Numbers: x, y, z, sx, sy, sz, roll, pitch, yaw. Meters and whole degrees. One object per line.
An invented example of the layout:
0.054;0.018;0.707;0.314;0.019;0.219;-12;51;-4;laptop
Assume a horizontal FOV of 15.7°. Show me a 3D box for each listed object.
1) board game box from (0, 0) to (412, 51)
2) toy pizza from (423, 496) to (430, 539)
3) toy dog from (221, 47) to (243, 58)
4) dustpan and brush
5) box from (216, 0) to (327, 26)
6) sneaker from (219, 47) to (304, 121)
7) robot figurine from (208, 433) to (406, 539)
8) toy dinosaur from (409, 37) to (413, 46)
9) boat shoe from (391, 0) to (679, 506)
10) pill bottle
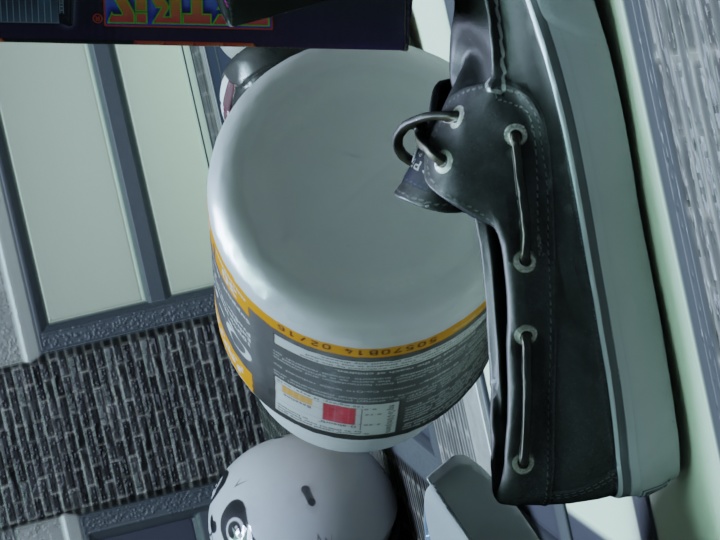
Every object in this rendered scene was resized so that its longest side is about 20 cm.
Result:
-0.061;-0.129;0.846;0.200;0.164;0.057;-81;-7;-65;board game box
0.069;0.186;1.162;0.200;0.032;0.201;166;90;-83;toy pizza
-0.083;-0.230;1.531;0.201;0.096;0.132;63;175;-17;toy dog
0.075;0.126;0.867;0.140;0.057;0.200;54;168;11;dustpan and brush
-0.001;-0.183;0.593;0.149;0.124;0.200;84;170;-46;box
-0.007;-0.029;1.277;0.200;0.075;0.116;66;-178;-63;sneaker
-0.030;0.199;1.641;0.125;0.150;0.201;-48;-42;-46;robot figurine
-0.007;-0.117;1.159;0.088;0.047;0.201;126;133;-63;toy dinosaur
0.043;-0.025;0.781;0.070;0.066;0.201;-135;32;-78;boat shoe
0.000;0.000;1.005;0.200;0.116;0.117;96;160;-71;pill bottle
